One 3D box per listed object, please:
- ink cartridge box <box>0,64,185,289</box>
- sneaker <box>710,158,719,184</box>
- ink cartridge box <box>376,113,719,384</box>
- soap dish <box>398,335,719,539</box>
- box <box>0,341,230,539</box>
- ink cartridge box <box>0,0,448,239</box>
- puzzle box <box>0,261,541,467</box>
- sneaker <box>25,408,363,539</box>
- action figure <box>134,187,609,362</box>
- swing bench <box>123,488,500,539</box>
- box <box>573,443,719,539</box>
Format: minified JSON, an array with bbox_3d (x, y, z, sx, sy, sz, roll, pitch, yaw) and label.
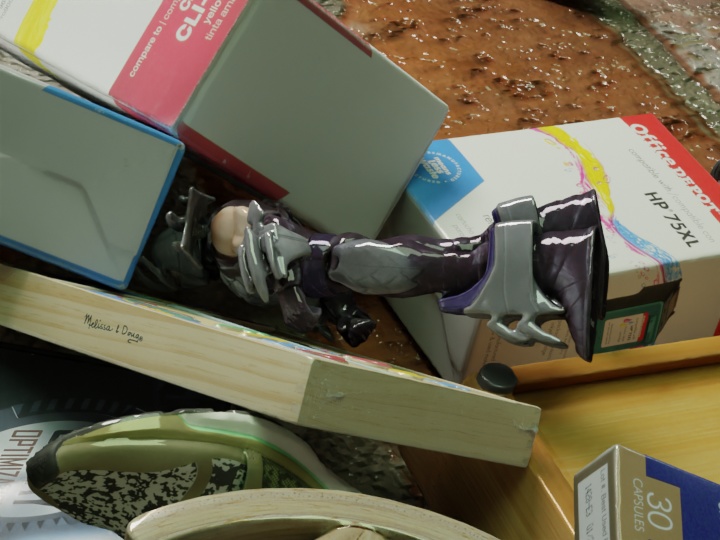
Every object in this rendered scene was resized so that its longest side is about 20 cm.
[{"bbox_3d":[-0.156,-0.050,0.902,0.116,0.068,0.200,23,0,-15],"label":"ink cartridge box"},{"bbox_3d":[0.289,-0.028,1.050,0.200,0.076,0.115,30,43,27],"label":"sneaker"},{"bbox_3d":[0.113,-0.013,0.990,0.200,0.067,0.116,-10,42,-26],"label":"ink cartridge box"},{"bbox_3d":[0.137,0.098,0.842,0.200,0.081,0.157,-7,41,-22],"label":"soap dish"},{"bbox_3d":[-0.141,0.108,0.785,0.160,0.044,0.200,11,37,-1],"label":"box"},{"bbox_3d":[-0.081,-0.101,0.953,0.200,0.084,0.145,29,-1,41],"label":"ink cartridge box"},{"bbox_3d":[-0.044,0.035,0.814,0.200,0.025,0.133,14,-1,43],"label":"puzzle box"},{"bbox_3d":[-0.032,0.115,0.737,0.200,0.077,0.089,28,46,-29],"label":"sneaker"},{"bbox_3d":[0.000,0.000,0.852,0.200,0.070,0.130,1,2,13],"label":"action figure"},{"bbox_3d":[-0.048,0.186,0.580,0.130,0.199,0.200,24,38,16],"label":"swing bench"},{"bbox_3d":[0.164,0.148,0.727,0.200,0.032,0.121,23,47,-23],"label":"box"}]
